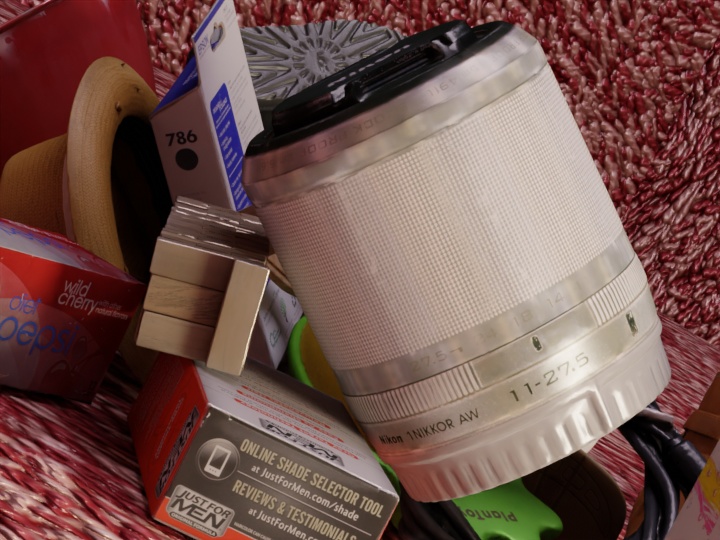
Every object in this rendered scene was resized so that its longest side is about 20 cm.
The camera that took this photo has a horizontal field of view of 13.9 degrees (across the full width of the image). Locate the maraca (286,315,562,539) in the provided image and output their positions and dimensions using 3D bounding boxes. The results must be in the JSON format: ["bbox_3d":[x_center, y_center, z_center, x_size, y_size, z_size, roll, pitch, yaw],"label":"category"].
[{"bbox_3d":[0.034,0.088,1.605,0.137,0.107,0.200,3,39,-36],"label":"maraca"}]

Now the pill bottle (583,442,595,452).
[{"bbox_3d":[0.071,0.056,2.018,0.199,0.111,0.111,24,7,-32],"label":"pill bottle"}]

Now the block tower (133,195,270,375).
[{"bbox_3d":[-0.076,0.004,1.462,0.057,0.054,0.200,14,7,-4],"label":"block tower"}]

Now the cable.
[{"bbox_3d":[0.098,0.103,1.541,0.199,0.051,0.164,-16,73,-38],"label":"cable"}]

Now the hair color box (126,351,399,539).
[{"bbox_3d":[-0.050,0.088,1.401,0.101,0.061,0.200,27,4,-10],"label":"hair color box"}]

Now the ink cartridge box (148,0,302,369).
[{"bbox_3d":[-0.076,-0.050,1.653,0.039,0.201,0.100,-7,20,14],"label":"ink cartridge box"}]

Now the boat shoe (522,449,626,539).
[{"bbox_3d":[0.063,0.105,1.732,0.199,0.074,0.063,27,8,-6],"label":"boat shoe"}]

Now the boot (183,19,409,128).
[{"bbox_3d":[-0.058,-0.078,1.805,0.164,0.066,0.200,6,-28,-21],"label":"boot"}]

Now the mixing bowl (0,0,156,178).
[{"bbox_3d":[-0.192,-0.077,1.722,0.109,0.200,0.200,58,6,-1],"label":"mixing bowl"}]

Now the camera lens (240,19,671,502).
[{"bbox_3d":[0.046,-0.009,1.435,0.160,0.159,0.201,-111,176,-82],"label":"camera lens"}]

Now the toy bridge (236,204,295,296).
[{"bbox_3d":[0.000,0.000,1.650,0.199,0.027,0.067,13,-26,-43],"label":"toy bridge"}]

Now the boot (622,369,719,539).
[{"bbox_3d":[0.189,0.133,1.651,0.073,0.155,0.200,27,6,-6],"label":"boot"}]

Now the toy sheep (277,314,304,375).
[{"bbox_3d":[-0.025,0.018,1.824,0.200,0.138,0.138,46,-3,-27],"label":"toy sheep"}]

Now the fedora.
[{"bbox_3d":[-0.146,-0.018,1.608,0.081,0.202,0.201,-8,-4,14],"label":"fedora"}]

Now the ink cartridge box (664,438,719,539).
[{"bbox_3d":[0.243,0.159,1.447,0.147,0.201,0.145,25,6,-25],"label":"ink cartridge box"}]

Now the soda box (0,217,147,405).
[{"bbox_3d":[-0.189,0.009,1.399,0.063,0.070,0.200,29,5,30],"label":"soda box"}]
